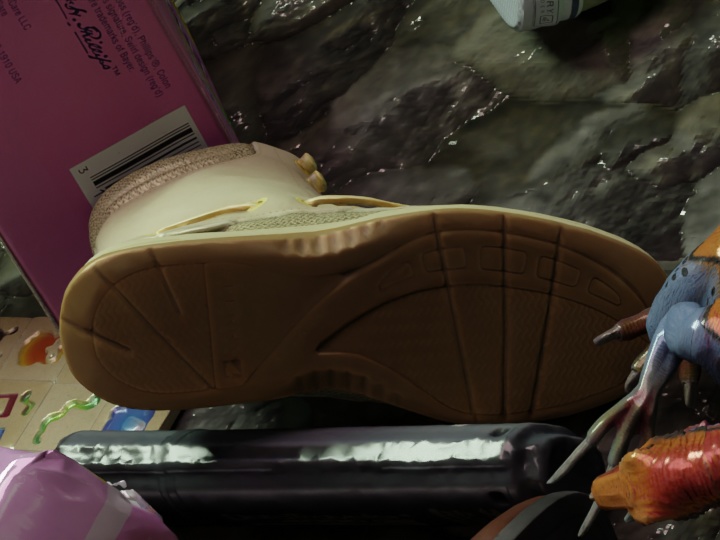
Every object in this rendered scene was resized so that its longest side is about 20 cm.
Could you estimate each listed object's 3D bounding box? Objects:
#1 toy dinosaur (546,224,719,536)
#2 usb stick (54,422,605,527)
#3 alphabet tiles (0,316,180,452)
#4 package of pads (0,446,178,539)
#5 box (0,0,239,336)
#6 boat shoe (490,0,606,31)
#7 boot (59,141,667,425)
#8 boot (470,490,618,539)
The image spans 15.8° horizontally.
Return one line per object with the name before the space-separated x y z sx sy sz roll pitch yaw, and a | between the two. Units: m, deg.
toy dinosaur | 0.101 0.013 0.733 0.104 0.181 0.202 -4 86 6
usb stick | -0.015 0.067 0.854 0.199 0.055 0.033 -3 74 35
alphabet tiles | -0.157 0.093 0.970 0.166 0.008 0.201 0 47 38
package of pads | -0.150 0.142 0.794 0.120 0.076 0.201 6 61 53
box | -0.126 -0.099 1.020 0.096 0.177 0.200 -28 34 0
boat shoe | 0.066 -0.158 1.055 0.062 0.072 0.201 -10 39 -10
boot | 0.000 0.000 0.894 0.198 0.073 0.156 -3 14 -3
boot | -0.031 0.135 0.800 0.199 0.068 0.189 5 58 50
